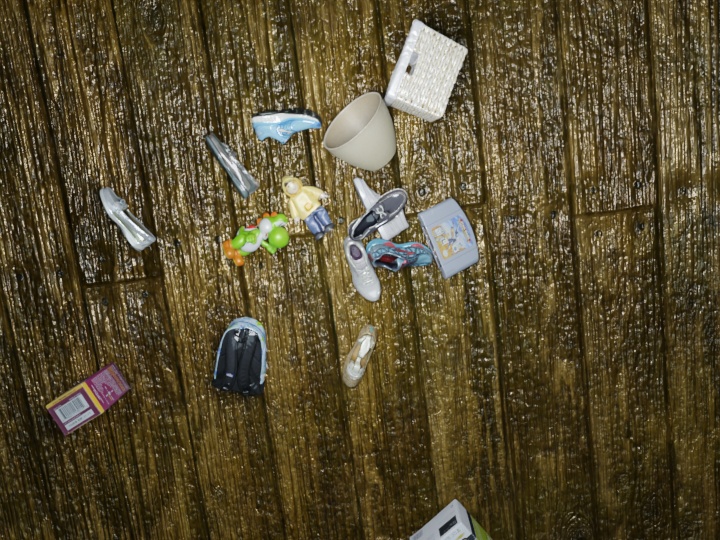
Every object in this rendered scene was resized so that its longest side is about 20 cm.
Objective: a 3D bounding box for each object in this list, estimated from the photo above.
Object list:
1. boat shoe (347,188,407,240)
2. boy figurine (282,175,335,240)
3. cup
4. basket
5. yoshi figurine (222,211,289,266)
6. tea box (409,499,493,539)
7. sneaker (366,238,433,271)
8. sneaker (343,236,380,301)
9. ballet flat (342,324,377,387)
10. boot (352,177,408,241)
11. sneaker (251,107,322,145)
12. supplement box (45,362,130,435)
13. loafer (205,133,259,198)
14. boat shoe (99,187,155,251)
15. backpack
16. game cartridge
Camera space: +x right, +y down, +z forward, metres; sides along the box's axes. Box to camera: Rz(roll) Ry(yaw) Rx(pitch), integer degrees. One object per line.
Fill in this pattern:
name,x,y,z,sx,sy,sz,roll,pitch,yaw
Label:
boat shoe,0.050,-0.148,1.558,0.199,0.063,0.073,-36,105,8
boy figurine,-0.151,-0.191,1.622,0.123,0.065,0.202,-33,99,8
cup,0.018,-0.356,1.544,0.200,0.201,0.143,-43,122,7
basket,0.166,-0.514,1.498,0.158,0.200,0.201,21,99,-4
yoshi figurine,-0.286,-0.081,1.626,0.198,0.113,0.113,-32,112,3
tea box,0.286,0.856,1.728,0.199,0.134,0.197,-41,95,7
sneaker,0.114,-0.027,1.607,0.196,0.096,0.080,5,128,-9
sneaker,0.000,0.000,1.627,0.074,0.100,0.203,-24,98,3
ballet flat,-0.005,0.258,1.682,0.069,0.065,0.204,18,99,-1
boot,0.061,-0.191,1.619,0.095,0.074,0.202,-30,105,-1
sneaker,-0.203,-0.402,1.599,0.196,0.079,0.092,-2,117,5
supplement box,-0.784,0.367,1.650,0.130,0.200,0.104,-31,97,6
loafer,-0.363,-0.304,1.617,0.062,0.072,0.202,-35,103,-14
boat shoe,-0.672,-0.155,1.639,0.064,0.074,0.204,-31,100,0
backpack,-0.344,0.239,1.660,0.160,0.155,0.203,8,120,3
game cartridge,0.256,-0.095,1.620,0.131,0.041,0.203,-26,97,-10
